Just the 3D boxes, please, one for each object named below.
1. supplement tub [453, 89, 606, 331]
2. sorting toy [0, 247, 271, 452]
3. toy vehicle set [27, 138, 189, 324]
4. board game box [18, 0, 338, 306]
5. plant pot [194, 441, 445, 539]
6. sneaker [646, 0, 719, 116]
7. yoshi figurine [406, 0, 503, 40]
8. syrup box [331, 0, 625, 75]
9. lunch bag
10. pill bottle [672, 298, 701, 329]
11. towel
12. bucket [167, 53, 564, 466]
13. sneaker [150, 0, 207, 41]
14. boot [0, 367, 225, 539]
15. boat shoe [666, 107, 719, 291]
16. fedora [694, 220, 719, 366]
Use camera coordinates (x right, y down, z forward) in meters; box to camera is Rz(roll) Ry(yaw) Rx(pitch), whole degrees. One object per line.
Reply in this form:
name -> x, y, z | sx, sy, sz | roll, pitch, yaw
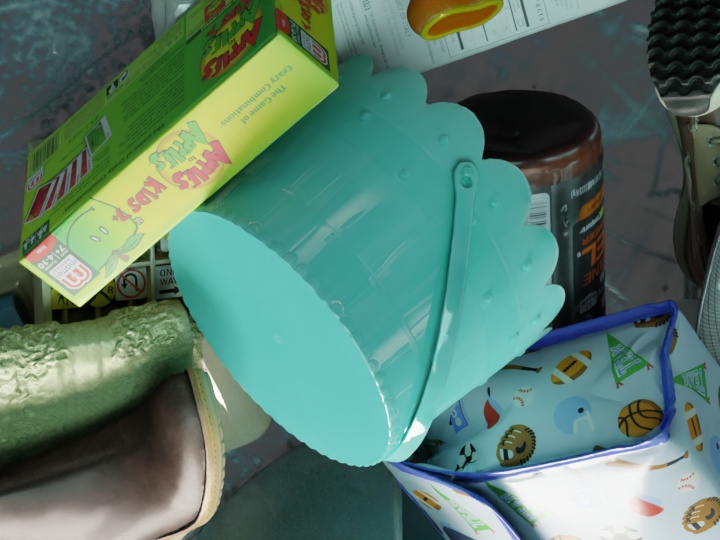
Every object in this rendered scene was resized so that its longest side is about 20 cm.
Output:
supplement tub -> 0.096, -0.001, 1.620 | 0.106, 0.107, 0.201 | -8, 120, -8
sorting toy -> -0.173, 0.065, 1.637 | 0.199, 0.037, 0.186 | -24, 119, 1
toy vehicle set -> -0.096, -0.023, 1.582 | 0.198, 0.027, 0.125 | -7, 109, -19
board game box -> -0.100, -0.080, 1.449 | 0.200, 0.102, 0.048 | -39, 121, 23
plant pot -> -0.016, 0.235, 1.678 | 0.199, 0.196, 0.197 | -26, 120, 15
sneaker -> 0.222, -0.158, 1.530 | 0.070, 0.201, 0.093 | -2, 146, 31
yoshi figurine -> 0.019, -0.231, 1.439 | 0.112, 0.112, 0.201 | -22, 76, 5
syrup box -> 0.069, -0.179, 1.534 | 0.199, 0.079, 0.082 | -20, 119, -1
lunch bag -> 0.127, 0.126, 1.577 | 0.199, 0.124, 0.170 | -13, 135, 26
pill bottle -> 0.226, 0.121, 1.707 | 0.111, 0.111, 0.201 | -24, 120, 2
towel -> -0.169, 0.093, 1.586 | 0.147, 0.037, 0.201 | -8, 142, -13
bucket -> 0.000, 0.000, 1.483 | 0.135, 0.207, 0.208 | -40, 123, -23
sneaker -> -0.090, -0.164, 1.506 | 0.075, 0.089, 0.201 | -12, 127, 5
boot -> -0.172, 0.129, 1.537 | 0.165, 0.073, 0.200 | -4, 145, -23
boat shoe -> 0.230, -0.067, 1.631 | 0.075, 0.072, 0.201 | -11, 119, -6
fedora -> 0.287, 0.000, 1.596 | 0.177, 0.090, 0.201 | 31, 78, -49
